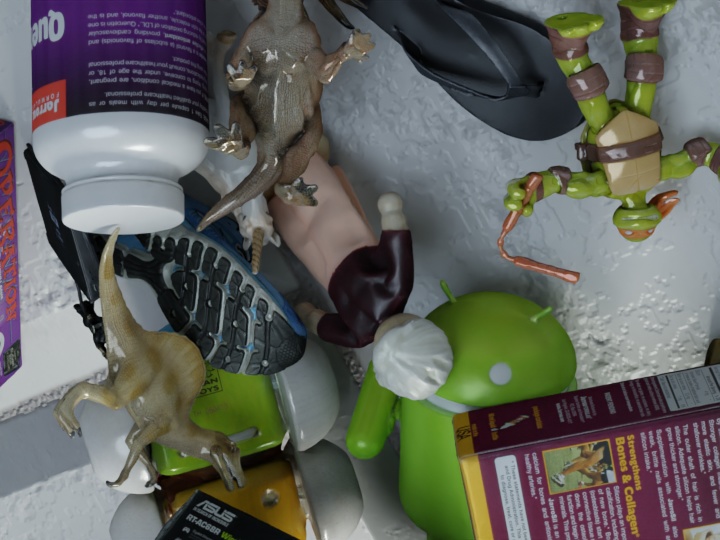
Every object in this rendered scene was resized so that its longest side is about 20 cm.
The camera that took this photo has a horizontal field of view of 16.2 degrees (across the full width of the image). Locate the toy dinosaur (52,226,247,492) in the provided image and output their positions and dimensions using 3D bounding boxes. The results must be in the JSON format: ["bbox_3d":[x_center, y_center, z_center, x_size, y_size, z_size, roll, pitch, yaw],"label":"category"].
[{"bbox_3d":[-0.149,0.071,1.636,0.201,0.101,0.058,61,163,-24],"label":"toy dinosaur"}]

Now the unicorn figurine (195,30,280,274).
[{"bbox_3d":[-0.103,-0.096,1.681,0.200,0.074,0.138,22,115,42],"label":"unicorn figurine"}]

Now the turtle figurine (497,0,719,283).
[{"bbox_3d":[0.173,-0.086,1.579,0.199,0.064,0.162,-10,106,-4],"label":"turtle figurine"}]

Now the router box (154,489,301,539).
[{"bbox_3d":[-0.027,0.237,1.636,0.199,0.062,0.150,23,153,33],"label":"router box"}]

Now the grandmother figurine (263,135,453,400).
[{"bbox_3d":[0.000,0.000,1.650,0.200,0.060,0.122,58,139,31],"label":"grandmother figurine"}]

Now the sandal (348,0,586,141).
[{"bbox_3d":[0.057,-0.146,1.615,0.200,0.043,0.076,35,124,3],"label":"sandal"}]

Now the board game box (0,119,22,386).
[{"bbox_3d":[-0.280,0.006,1.790,0.032,0.120,0.201,10,120,15],"label":"board game box"}]

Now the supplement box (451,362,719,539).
[{"bbox_3d":[0.165,0.134,1.585,0.199,0.086,0.111,-11,106,2],"label":"supplement box"}]

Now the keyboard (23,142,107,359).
[{"bbox_3d":[-0.193,-0.014,1.714,0.021,0.200,0.128,-17,106,-10],"label":"keyboard"}]

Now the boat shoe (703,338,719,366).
[{"bbox_3d":[0.249,0.142,1.668,0.063,0.073,0.202,5,108,5],"label":"boat shoe"}]

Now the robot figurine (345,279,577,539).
[{"bbox_3d":[0.084,0.103,1.687,0.175,0.116,0.201,11,119,16],"label":"robot figurine"}]

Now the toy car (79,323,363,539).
[{"bbox_3d":[-0.101,0.120,1.762,0.174,0.150,0.201,-16,116,-6],"label":"toy car"}]

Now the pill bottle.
[{"bbox_3d":[-0.152,-0.129,1.596,0.112,0.112,0.201,-8,76,26],"label":"pill bottle"}]

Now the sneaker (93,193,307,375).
[{"bbox_3d":[-0.096,-0.006,1.697,0.200,0.090,0.079,42,127,33],"label":"sneaker"}]

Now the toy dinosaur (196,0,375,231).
[{"bbox_3d":[-0.048,-0.120,1.597,0.085,0.136,0.201,14,111,-6],"label":"toy dinosaur"}]
